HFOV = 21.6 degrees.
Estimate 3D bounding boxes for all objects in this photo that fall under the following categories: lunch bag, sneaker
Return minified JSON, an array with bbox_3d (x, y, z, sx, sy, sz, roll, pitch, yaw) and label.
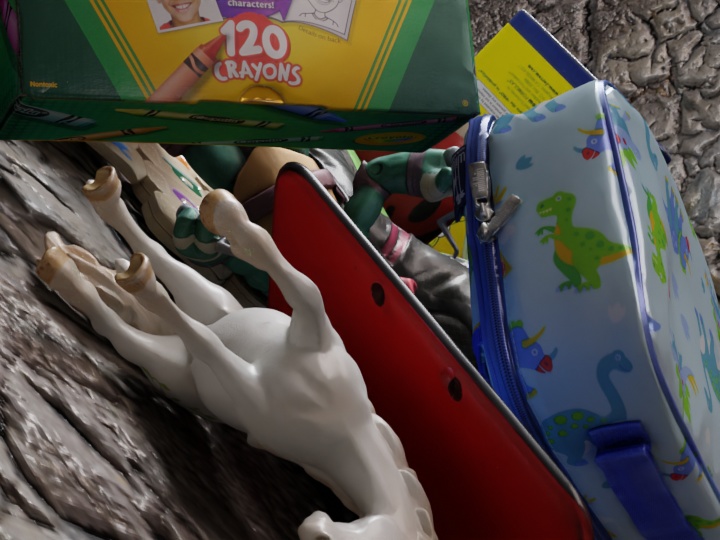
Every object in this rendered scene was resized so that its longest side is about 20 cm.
[{"bbox_3d":[0.106,0.031,0.798,0.200,0.082,0.162,53,27,-51],"label":"lunch bag"},{"bbox_3d":[0.000,0.000,0.967,0.200,0.077,0.084,43,24,16],"label":"sneaker"}]

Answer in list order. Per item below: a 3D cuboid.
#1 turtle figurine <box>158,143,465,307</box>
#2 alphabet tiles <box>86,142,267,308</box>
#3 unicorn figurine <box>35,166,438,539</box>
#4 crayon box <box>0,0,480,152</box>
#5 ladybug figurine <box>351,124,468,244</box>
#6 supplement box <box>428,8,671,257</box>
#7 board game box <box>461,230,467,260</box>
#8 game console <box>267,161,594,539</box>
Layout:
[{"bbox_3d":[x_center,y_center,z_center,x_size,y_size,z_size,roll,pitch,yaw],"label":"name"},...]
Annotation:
[{"bbox_3d":[-0.033,-0.033,0.855,0.149,0.101,0.201,-23,74,-35],"label":"turtle figurine"},{"bbox_3d":[-0.083,-0.033,0.964,0.195,0.015,0.200,40,9,-26],"label":"alphabet tiles"},{"bbox_3d":[-0.037,0.037,0.624,0.138,0.074,0.200,52,-2,-27],"label":"unicorn figurine"},{"bbox_3d":[-0.055,-0.116,0.787,0.199,0.120,0.058,0,-14,-23],"label":"crayon box"},{"bbox_3d":[0.002,-0.051,1.088,0.135,0.072,0.200,10,-15,-10],"label":"ladybug figurine"},{"bbox_3d":[0.094,-0.056,1.286,0.110,0.200,0.109,50,10,33],"label":"supplement box"},{"bbox_3d":[0.072,0.020,1.098,0.034,0.127,0.200,9,8,3],"label":"board game box"},{"bbox_3d":[0.051,0.069,0.722,0.172,0.119,0.200,8,34,-46],"label":"game console"}]
